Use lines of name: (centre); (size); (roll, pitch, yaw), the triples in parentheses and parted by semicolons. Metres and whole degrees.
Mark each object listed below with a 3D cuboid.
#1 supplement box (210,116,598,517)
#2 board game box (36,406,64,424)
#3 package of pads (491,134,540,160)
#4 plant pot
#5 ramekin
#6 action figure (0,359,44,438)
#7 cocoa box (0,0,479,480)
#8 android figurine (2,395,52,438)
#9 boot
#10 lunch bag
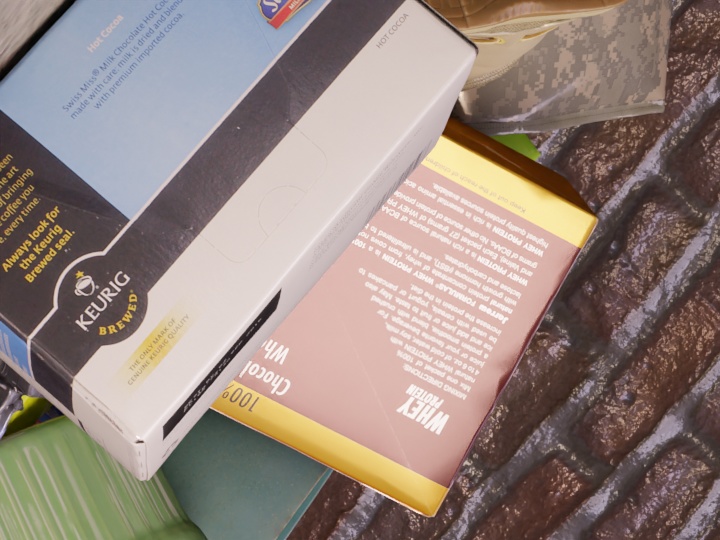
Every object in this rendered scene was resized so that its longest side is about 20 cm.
supplement box: (0.000, 0.000, 1.190); (0.201, 0.196, 0.133); (-62, -172, 10)
board game box: (-0.134, 0.026, 1.382); (0.196, 0.056, 0.200); (-49, 177, -24)
package of pads: (0.020, -0.087, 1.357); (0.068, 0.155, 0.200); (-36, -176, 37)
plant pot: (-0.119, 0.154, 1.288); (0.201, 0.134, 0.200); (-54, 176, -5)
ramekin: (-0.190, 0.154, 1.108); (0.199, 0.098, 0.200); (-25, 172, -4)
action figure: (-0.129, 0.026, 0.973); (0.201, 0.104, 0.193); (-60, 160, 13)
cocoa box: (-0.071, -0.039, 0.800); (0.200, 0.131, 0.133); (-49, 176, -13)
android figurine: (-0.164, 0.028, 1.126); (0.200, 0.041, 0.182); (-49, 177, -36)
boot: (0.036, -0.149, 1.143); (0.198, 0.073, 0.155); (-7, 171, -27)
lunch bag: (0.110, -0.179, 1.317); (0.199, 0.117, 0.166); (-12, 111, -44)
